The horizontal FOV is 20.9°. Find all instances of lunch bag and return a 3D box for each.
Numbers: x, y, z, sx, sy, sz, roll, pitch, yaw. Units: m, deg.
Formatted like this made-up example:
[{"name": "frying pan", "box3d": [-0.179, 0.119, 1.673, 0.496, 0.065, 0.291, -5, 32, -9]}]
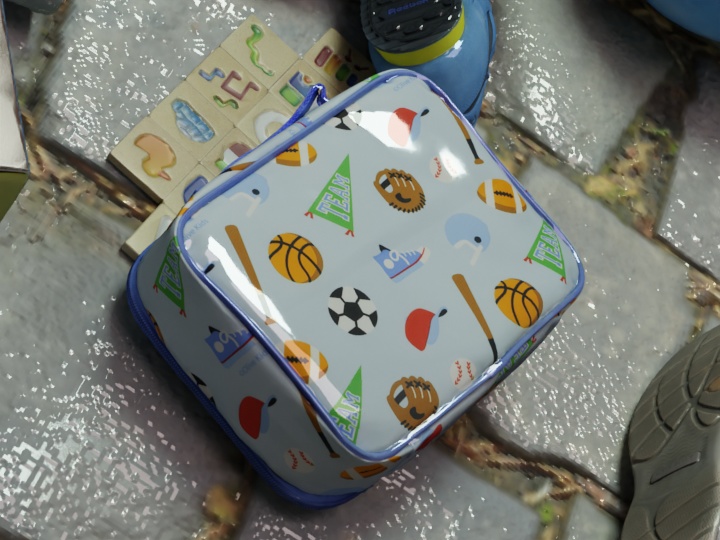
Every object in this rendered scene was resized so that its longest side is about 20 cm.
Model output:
[{"name": "lunch bag", "box3d": [0.000, 0.000, 0.884, 0.160, 0.076, 0.200, 48, 48, 5]}]

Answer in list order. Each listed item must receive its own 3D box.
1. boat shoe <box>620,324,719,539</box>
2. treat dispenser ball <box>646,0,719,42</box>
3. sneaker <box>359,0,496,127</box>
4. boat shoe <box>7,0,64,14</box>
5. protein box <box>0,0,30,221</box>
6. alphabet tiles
[{"name": "boat shoe", "box3d": [0.175, 0.102, 0.946, 0.073, 0.074, 0.200, 48, 38, -19]}, {"name": "treat dispenser ball", "box3d": [0.234, -0.228, 1.110, 0.200, 0.201, 0.202, 17, 53, -24]}, {"name": "sneaker", "box3d": [0.037, -0.147, 1.032, 0.201, 0.066, 0.079, -90, 159, -46]}, {"name": "boat shoe", "box3d": [-0.140, -0.203, 0.944, 0.071, 0.070, 0.201, 34, 51, -24]}, {"name": "protein box", "box3d": [-0.227, -0.073, 0.702, 0.134, 0.199, 0.201, 4, 59, -31]}, {"name": "alphabet tiles", "box3d": [-0.025, -0.035, 0.944, 0.166, 0.006, 0.200, 42, 47, -4]}]
